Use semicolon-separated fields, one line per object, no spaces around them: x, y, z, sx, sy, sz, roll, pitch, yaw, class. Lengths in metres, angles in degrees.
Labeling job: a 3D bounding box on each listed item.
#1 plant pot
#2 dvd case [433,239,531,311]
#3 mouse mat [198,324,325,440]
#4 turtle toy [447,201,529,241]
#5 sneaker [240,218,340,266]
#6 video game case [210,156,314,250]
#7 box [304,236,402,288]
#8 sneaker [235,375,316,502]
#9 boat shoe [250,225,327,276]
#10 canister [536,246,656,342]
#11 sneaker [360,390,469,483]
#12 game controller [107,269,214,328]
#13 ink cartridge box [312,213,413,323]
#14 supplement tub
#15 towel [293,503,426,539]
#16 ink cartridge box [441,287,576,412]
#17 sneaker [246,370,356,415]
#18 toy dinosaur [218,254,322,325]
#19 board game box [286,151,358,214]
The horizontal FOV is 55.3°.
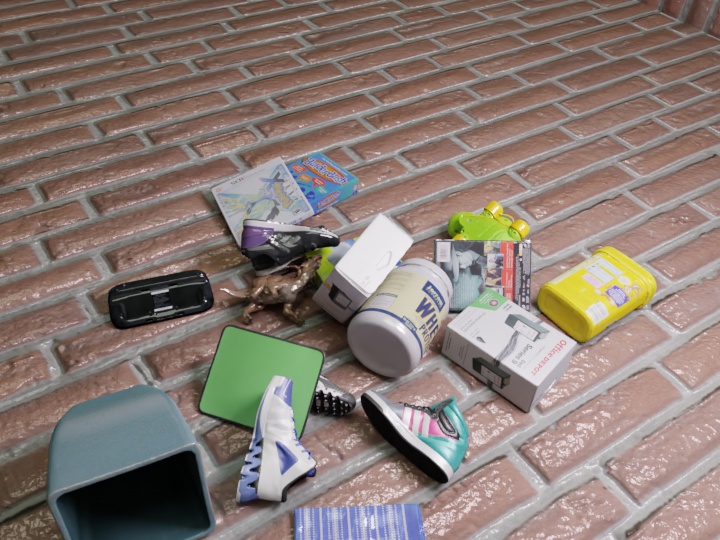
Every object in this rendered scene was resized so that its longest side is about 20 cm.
-0.344;0.285;1.009;0.195;0.197;0.200;-16;37;-21;plant pot
0.247;0.011;1.395;0.199;0.147;0.022;0;0;-5;dvd case
-0.170;0.190;1.176;0.199;0.008;0.162;14;78;15;mouse mat
0.266;-0.069;1.491;0.146;0.101;0.200;-42;57;-8;turtle toy
-0.142;-0.048;1.391;0.199;0.076;0.088;6;86;-7;sneaker
-0.225;-0.157;1.557;0.182;0.022;0.200;-27;55;-8;video game case
-0.004;-0.012;1.450;0.199;0.048;0.122;-18;48;-22;box
-0.119;0.280;1.099;0.115;0.081;0.200;14;64;-3;sneaker
-0.150;-0.056;1.463;0.199;0.062;0.075;-30;21;-28;boat shoe
0.478;0.047;1.401;0.199;0.087;0.149;-26;51;-27;canister
0.105;0.246;1.154;0.200;0.084;0.121;39;58;22;sneaker
-0.394;0.055;1.359;0.199;0.042;0.105;-12;60;-16;game controller
0.000;0.000;1.286;0.086;0.200;0.148;39;66;0;ink cartridge box
0.079;0.084;1.283;0.144;0.145;0.200;22;46;18;supplement tub
0.001;0.413;1.014;0.199;0.024;0.145;-1;42;-5;towel
0.276;0.144;1.280;0.200;0.084;0.146;34;51;27;ink cartridge box
-0.096;0.190;1.211;0.199;0.067;0.091;13;46;12;sneaker
-0.172;0.034;1.363;0.199;0.086;0.136;-2;42;1;toy dinosaur
-0.127;-0.201;1.643;0.200;0.045;0.152;-31;54;-33;board game box
